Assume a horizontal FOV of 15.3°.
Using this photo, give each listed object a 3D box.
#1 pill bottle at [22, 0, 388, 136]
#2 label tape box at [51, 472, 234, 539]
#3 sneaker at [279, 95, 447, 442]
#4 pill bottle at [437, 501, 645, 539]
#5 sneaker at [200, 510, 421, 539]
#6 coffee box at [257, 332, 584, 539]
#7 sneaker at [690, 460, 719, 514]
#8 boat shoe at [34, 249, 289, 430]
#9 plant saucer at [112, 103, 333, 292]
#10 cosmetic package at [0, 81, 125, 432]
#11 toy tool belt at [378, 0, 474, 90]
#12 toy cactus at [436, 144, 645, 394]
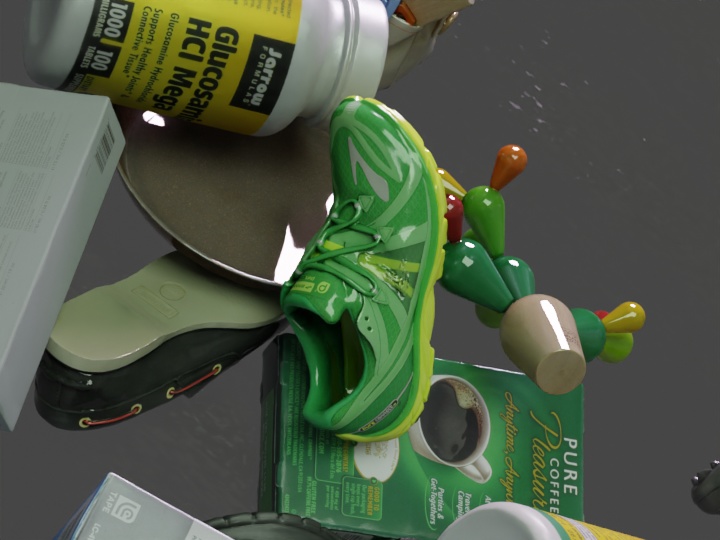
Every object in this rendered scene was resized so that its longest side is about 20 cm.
[{"bbox_3d":[-0.091,-0.143,1.585,0.200,0.112,0.113,12,63,-19],"label":"pill bottle"},{"bbox_3d":[-0.082,0.202,1.457,0.200,0.143,0.066,28,59,-8],"label":"label tape box"},{"bbox_3d":[0.000,0.000,1.533,0.083,0.074,0.201,-3,93,-42],"label":"sneaker"},{"bbox_3d":[0.137,0.206,1.543,0.200,0.113,0.113,20,58,-40],"label":"pill bottle"},{"bbox_3d":[-0.028,0.191,1.529,0.200,0.076,0.091,11,67,-17],"label":"sneaker"},{"bbox_3d":[0.038,0.114,1.607,0.200,0.044,0.123,9,64,-19],"label":"coffee box"},{"bbox_3d":[0.303,0.140,1.694,0.200,0.066,0.091,-9,68,-29],"label":"sneaker"},{"bbox_3d":[-0.110,0.037,1.573,0.074,0.063,0.201,38,40,29],"label":"boat shoe"},{"bbox_3d":[-0.064,-0.058,1.626,0.200,0.032,0.200,17,44,-17],"label":"plant saucer"},{"bbox_3d":[-0.236,-0.016,1.509,0.150,0.052,0.200,10,59,15],"label":"cosmetic package"},{"bbox_3d":[-0.021,-0.212,1.687,0.200,0.123,0.125,43,58,1],"label":"toy tool belt"},{"bbox_3d":[0.104,0.015,1.601,0.200,0.102,0.165,42,11,-31],"label":"toy cactus"}]
